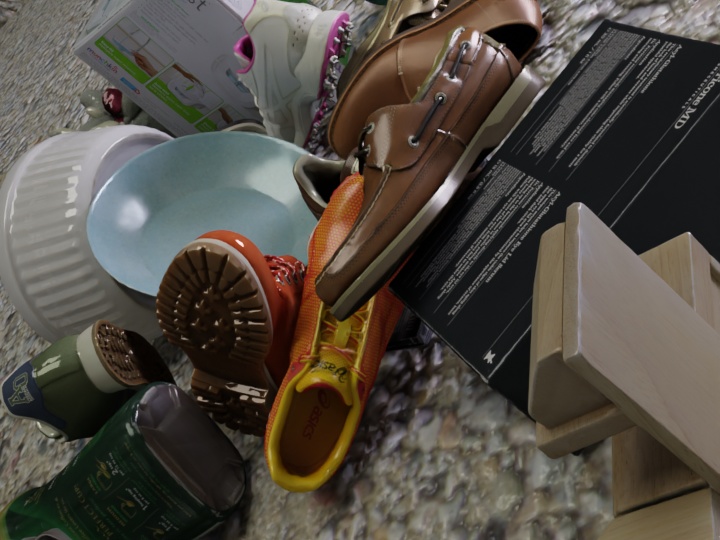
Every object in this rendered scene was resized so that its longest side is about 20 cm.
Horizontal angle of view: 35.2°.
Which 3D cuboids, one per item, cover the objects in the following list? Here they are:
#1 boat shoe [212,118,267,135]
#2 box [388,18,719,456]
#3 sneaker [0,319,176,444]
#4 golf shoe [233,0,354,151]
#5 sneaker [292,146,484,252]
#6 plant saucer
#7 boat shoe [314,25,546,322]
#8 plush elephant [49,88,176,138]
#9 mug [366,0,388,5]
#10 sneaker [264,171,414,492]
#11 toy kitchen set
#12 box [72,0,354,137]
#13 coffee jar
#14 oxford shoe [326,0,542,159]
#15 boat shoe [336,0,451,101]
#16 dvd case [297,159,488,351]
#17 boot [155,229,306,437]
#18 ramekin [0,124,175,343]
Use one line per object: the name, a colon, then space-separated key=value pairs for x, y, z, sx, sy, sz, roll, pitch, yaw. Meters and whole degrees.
boat shoe: x=-0.156 y=-0.093 z=1.109 sx=0.200 sy=0.072 sz=0.063 roll=-39 pitch=31 yaw=33
box: x=0.124 y=-0.025 z=0.603 sx=0.201 sy=0.079 sz=0.141 roll=-50 pitch=24 yaw=2
sneaker: x=-0.197 y=0.090 z=0.836 sx=0.089 sy=0.200 sz=0.068 roll=-25 pitch=74 yaw=0
golf shoe: x=-0.066 y=-0.163 z=0.973 sx=0.201 sy=0.091 sz=0.076 roll=113 pitch=178 yaw=-59
sneaker: x=0.024 y=-0.046 z=0.745 sx=0.199 sy=0.075 sz=0.071 roll=1 pitch=57 yaw=53
plant saucer: x=-0.113 y=-0.035 z=0.894 sx=0.198 sy=0.039 sz=0.202 roll=-2 pitch=45 yaw=2
boat shoe: x=0.026 y=-0.060 z=0.656 sx=0.200 sy=0.068 sz=0.072 roll=-51 pitch=1 yaw=-27
plush elephant: x=-0.244 y=-0.164 z=1.226 sx=0.153 sy=0.165 sz=0.202 roll=-18 pitch=61 yaw=7
mug: x=0.047 y=-0.329 z=1.033 sx=0.184 sy=0.114 sz=0.153 roll=-34 pitch=32 yaw=29
sneaker: x=-0.008 y=0.039 z=0.689 sx=0.077 sy=0.072 sz=0.203 roll=-144 pitch=67 yaw=-83
toy kitchen set: x=0.067 y=0.089 z=0.464 sx=0.180 sy=0.163 sz=0.202 roll=-29 pitch=35 yaw=36
box: x=-0.139 y=-0.213 z=1.085 sx=0.176 sy=0.199 sz=0.097 roll=-26 pitch=36 yaw=40
coffee jar: x=-0.180 y=0.174 z=0.796 sx=0.199 sy=0.104 sz=0.085 roll=-39 pitch=8 yaw=22
oxford shoe: x=0.052 y=-0.142 z=0.859 sx=0.199 sy=0.071 sz=0.072 roll=-38 pitch=36 yaw=23
boat shoe: x=0.056 y=-0.206 z=0.934 sx=0.202 sy=0.071 sz=0.064 roll=-62 pitch=32 yaw=3
dvd case: x=0.000 y=0.000 z=0.825 sx=0.199 sy=0.016 sz=0.150 roll=-14 pitch=47 yaw=48
boot: x=-0.073 y=0.017 z=0.734 sx=0.201 sy=0.074 sz=0.108 roll=88 pitch=-158 yaw=-59
ramekin: x=-0.206 y=-0.030 z=0.987 sx=0.104 sy=0.200 sz=0.202 roll=-12 pitch=46 yaw=37
